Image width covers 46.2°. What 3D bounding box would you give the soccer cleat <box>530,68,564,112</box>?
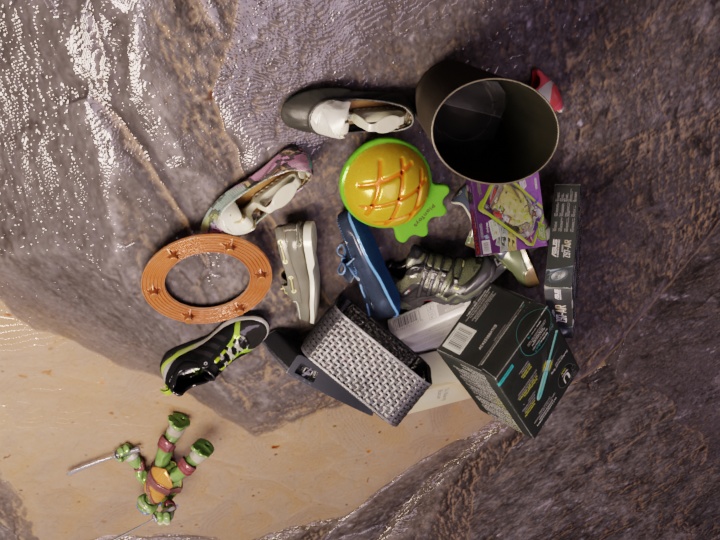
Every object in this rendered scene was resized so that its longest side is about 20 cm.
[{"bbox_3d":[0.223,-0.219,1.264,0.200,0.067,0.077,-42,104,-16],"label":"soccer cleat"}]

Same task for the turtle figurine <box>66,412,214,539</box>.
[{"bbox_3d":[-0.351,0.347,1.418,0.199,0.144,0.195,26,108,-38],"label":"turtle figurine"}]

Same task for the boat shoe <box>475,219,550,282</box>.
[{"bbox_3d":[0.229,-0.036,1.435,0.199,0.071,0.070,-36,101,12],"label":"boat shoe"}]

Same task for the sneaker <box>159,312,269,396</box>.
[{"bbox_3d":[-0.230,0.145,1.358,0.198,0.083,0.072,-29,130,-1],"label":"sneaker"}]

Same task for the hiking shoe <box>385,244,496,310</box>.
[{"bbox_3d":[0.119,0.003,1.366,0.198,0.076,0.101,-15,129,27],"label":"hiking shoe"}]

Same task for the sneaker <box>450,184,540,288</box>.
[{"bbox_3d":[0.215,-0.054,1.373,0.089,0.067,0.202,-23,99,14],"label":"sneaker"}]

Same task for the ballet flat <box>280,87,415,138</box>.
[{"bbox_3d":[-0.011,-0.221,1.191,0.197,0.069,0.069,-8,128,-17],"label":"ballet flat"}]

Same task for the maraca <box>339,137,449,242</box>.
[{"bbox_3d":[0.052,-0.119,1.266,0.137,0.107,0.199,-46,128,13],"label":"maraca"}]

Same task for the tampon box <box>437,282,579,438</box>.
[{"bbox_3d":[0.246,0.147,1.381,0.150,0.126,0.200,-51,135,-15],"label":"tampon box"}]

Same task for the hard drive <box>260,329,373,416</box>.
[{"bbox_3d":[-0.066,0.169,1.415,0.199,0.135,0.043,33,93,-35],"label":"hard drive"}]

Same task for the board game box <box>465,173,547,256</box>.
[{"bbox_3d":[0.223,-0.130,1.311,0.118,0.032,0.203,-8,92,-13],"label":"board game box"}]

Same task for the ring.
[{"bbox_3d":[-0.231,0.020,1.278,0.198,0.019,0.202,-9,141,-7],"label":"ring"}]

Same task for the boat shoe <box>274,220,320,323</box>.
[{"bbox_3d":[-0.096,0.004,1.323,0.059,0.073,0.203,1,134,3],"label":"boat shoe"}]

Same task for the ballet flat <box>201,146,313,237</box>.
[{"bbox_3d":[-0.150,-0.099,1.222,0.199,0.071,0.069,-38,130,7],"label":"ballet flat"}]

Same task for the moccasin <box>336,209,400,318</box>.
[{"bbox_3d":[0.000,0.000,1.337,0.067,0.081,0.202,-16,113,19],"label":"moccasin"}]

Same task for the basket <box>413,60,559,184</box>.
[{"bbox_3d":[0.151,-0.215,1.165,0.178,0.200,0.138,8,111,-18],"label":"basket"}]

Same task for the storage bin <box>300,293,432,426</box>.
[{"bbox_3d":[0.012,0.143,1.370,0.199,0.135,0.094,40,98,-3],"label":"storage bin"}]

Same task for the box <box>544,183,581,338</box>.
[{"bbox_3d":[0.336,-0.014,1.386,0.043,0.202,0.161,3,149,17],"label":"box"}]

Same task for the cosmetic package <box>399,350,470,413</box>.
[{"bbox_3d":[0.130,0.198,1.521,0.197,0.074,0.104,-13,153,-5],"label":"cosmetic package"}]

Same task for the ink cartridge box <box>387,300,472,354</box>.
[{"bbox_3d":[0.165,0.102,1.492,0.160,0.051,0.199,-25,153,23],"label":"ink cartridge box"}]
